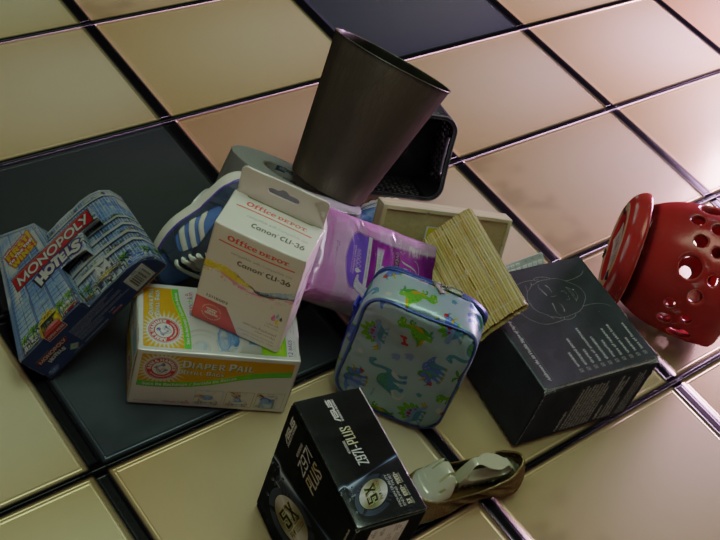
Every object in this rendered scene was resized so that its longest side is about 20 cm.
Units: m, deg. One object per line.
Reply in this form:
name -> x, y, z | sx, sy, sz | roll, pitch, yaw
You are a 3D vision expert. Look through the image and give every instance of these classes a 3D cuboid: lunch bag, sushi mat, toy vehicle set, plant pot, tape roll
lunch bag -> 0.057, 0.095, 1.471 | 0.160, 0.200, 0.083 | 21, 43, 1
sushi mat -> 0.143, 0.006, 1.555 | 0.012, 0.096, 0.200 | 43, 16, -44
toy vehicle set -> 0.106, -0.029, 1.657 | 0.199, 0.125, 0.027 | 6, 22, -22
plant pot -> 0.457, -0.010, 1.730 | 0.182, 0.201, 0.201 | 20, 43, 3
tape roll -> -0.101, -0.098, 1.630 | 0.200, 0.066, 0.200 | 26, 12, -6

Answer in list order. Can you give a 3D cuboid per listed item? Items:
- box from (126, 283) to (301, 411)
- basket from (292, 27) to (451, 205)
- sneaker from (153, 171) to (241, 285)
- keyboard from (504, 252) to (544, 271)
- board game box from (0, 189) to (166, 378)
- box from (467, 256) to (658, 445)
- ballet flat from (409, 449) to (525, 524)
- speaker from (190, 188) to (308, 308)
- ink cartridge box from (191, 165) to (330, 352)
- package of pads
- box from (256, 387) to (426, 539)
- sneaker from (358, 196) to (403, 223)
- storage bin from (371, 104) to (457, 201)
box -> -0.184, 0.095, 1.450 | 0.199, 0.102, 0.113 | 6, 45, -15
basket -> -0.002, -0.204, 1.634 | 0.180, 0.200, 0.136 | 28, 15, -7
sneaker -> -0.181, -0.017, 1.497 | 0.080, 0.200, 0.147 | 28, 25, -46
keyboard -> 0.176, 0.030, 1.656 | 0.199, 0.011, 0.057 | -19, 99, -19
board game box -> -0.363, -0.008, 1.451 | 0.200, 0.062, 0.200 | -44, 52, 3
box -> 0.252, 0.104, 1.593 | 0.196, 0.124, 0.200 | -10, 51, -30
ballet flat -> 0.119, 0.254, 1.432 | 0.199, 0.072, 0.068 | -7, 50, -26
speaker -> -0.144, -0.032, 1.606 | 0.199, 0.081, 0.081 | 30, 44, 8
ink cartridge box -> -0.116, -0.012, 1.361 | 0.116, 0.200, 0.068 | 23, 42, 3
package of pads -> 0.000, 0.000, 1.537 | 0.199, 0.076, 0.121 | 19, 73, -32
box -> -0.027, 0.256, 1.281 | 0.086, 0.200, 0.164 | -10, 52, -28
sneaker -> 0.073, -0.045, 1.704 | 0.199, 0.079, 0.089 | 9, 42, -13
storage bin -> 0.030, -0.192, 1.772 | 0.199, 0.136, 0.094 | 6, 24, -15
